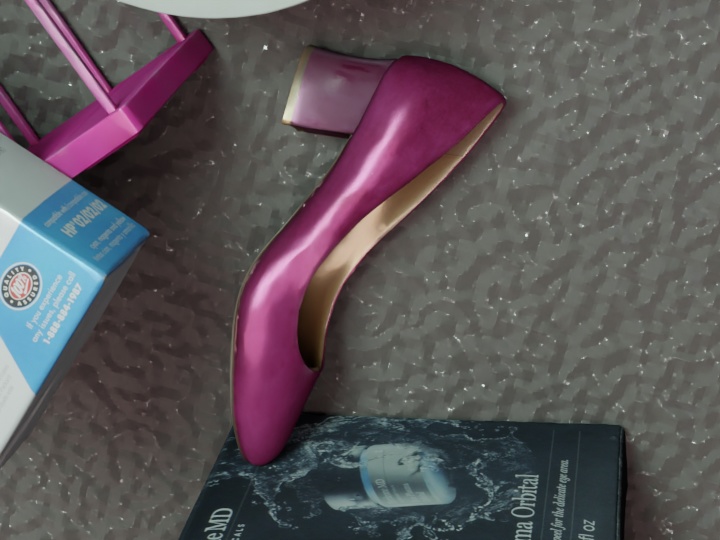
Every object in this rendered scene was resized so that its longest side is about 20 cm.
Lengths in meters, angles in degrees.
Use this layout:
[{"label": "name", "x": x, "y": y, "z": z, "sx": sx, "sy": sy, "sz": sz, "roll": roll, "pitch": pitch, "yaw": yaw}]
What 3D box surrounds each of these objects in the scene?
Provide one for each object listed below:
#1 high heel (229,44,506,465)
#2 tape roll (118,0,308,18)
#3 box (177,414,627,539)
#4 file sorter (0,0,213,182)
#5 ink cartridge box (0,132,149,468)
[{"label": "high heel", "x": 0.000, "y": 0.000, "z": 0.874, "sx": 0.096, "sy": 0.067, "sz": 0.201, "roll": 13, "pitch": 99, "yaw": 13}, {"label": "tape roll", "x": -0.055, "y": -0.220, "z": 0.759, "sx": 0.202, "sy": 0.139, "sz": 0.204, "roll": 3, "pitch": 122, "yaw": 4}, {"label": "box", "x": 0.022, "y": 0.158, "z": 0.878, "sx": 0.199, "sy": 0.197, "sz": 0.118, "roll": 1, "pitch": 110, "yaw": 8}, {"label": "file sorter", "x": -0.193, "y": -0.078, "z": 0.851, "sx": 0.200, "sy": 0.139, "sz": 0.126, "roll": -32, "pitch": 102, "yaw": 18}, {"label": "ink cartridge box", "x": -0.201, "y": -0.017, "z": 0.764, "sx": 0.200, "sy": 0.068, "sz": 0.115, "roll": 34, "pitch": 110, "yaw": -1}]
